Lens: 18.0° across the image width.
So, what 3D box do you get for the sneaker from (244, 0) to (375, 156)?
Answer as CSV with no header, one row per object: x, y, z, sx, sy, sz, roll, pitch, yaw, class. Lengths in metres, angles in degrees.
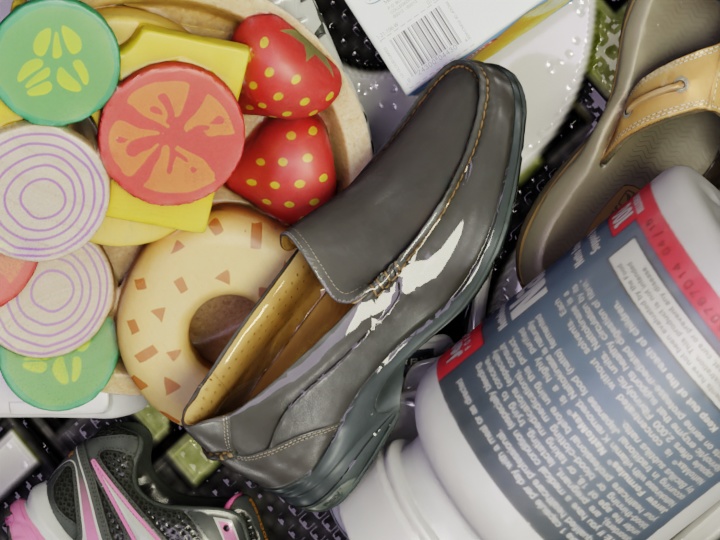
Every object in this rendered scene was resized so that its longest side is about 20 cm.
-0.042,-0.096,1.006,0.066,0.091,0.201,-19,117,-1,sneaker

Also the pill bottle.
0.092,0.063,0.934,0.200,0.120,0.120,-40,86,14,pill bottle

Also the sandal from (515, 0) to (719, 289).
0.133,-0.060,0.959,0.080,0.054,0.201,24,105,-19,sandal

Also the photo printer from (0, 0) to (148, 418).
-0.181,-0.034,1.042,0.165,0.069,0.202,-2,95,13,photo printer

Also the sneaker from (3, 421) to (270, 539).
-0.066,0.147,1.033,0.200,0.080,0.087,40,93,1,sneaker

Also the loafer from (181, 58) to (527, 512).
0.000,0.000,0.923,0.072,0.073,0.201,26,92,-35,loafer

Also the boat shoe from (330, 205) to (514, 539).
0.019,0.031,1.003,0.073,0.065,0.202,11,98,12,boat shoe

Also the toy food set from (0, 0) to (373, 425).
-0.091,-0.028,0.952,0.196,0.049,0.201,9,114,-14,toy food set

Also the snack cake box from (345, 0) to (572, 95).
0.075,-0.177,0.967,0.199,0.067,0.116,-33,86,14,snack cake box

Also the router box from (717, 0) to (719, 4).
0.237,-0.106,0.857,0.156,0.052,0.200,-22,49,-13,router box
